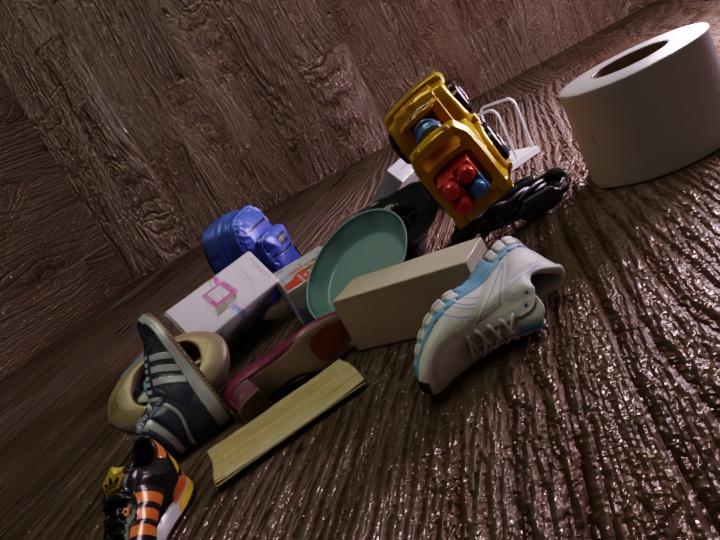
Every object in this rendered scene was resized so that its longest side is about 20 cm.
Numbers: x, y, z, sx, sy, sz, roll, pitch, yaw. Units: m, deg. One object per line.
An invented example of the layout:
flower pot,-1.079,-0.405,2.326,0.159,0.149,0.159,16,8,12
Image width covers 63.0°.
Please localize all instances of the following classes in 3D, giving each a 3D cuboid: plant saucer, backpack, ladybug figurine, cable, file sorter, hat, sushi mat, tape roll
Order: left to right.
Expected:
ladybug figurine,-0.277,0.173,0.869,0.197,0.073,0.136,-30,48,-8
backpack,-0.227,-0.036,1.254,0.165,0.203,0.163,-24,14,17
sushi mat,-0.087,0.171,0.679,0.198,0.012,0.095,-33,13,-13
plant saucer,0.000,0.000,0.898,0.197,0.036,0.203,-26,45,29
hat,0.066,-0.055,0.995,0.198,0.081,0.203,-29,31,19
file sorter,0.233,-0.244,1.208,0.198,0.126,0.138,-34,15,-16
cable,0.221,-0.105,0.919,0.197,0.051,0.163,-31,16,1
tape roll,0.395,-0.227,0.815,0.199,0.141,0.203,-26,15,8

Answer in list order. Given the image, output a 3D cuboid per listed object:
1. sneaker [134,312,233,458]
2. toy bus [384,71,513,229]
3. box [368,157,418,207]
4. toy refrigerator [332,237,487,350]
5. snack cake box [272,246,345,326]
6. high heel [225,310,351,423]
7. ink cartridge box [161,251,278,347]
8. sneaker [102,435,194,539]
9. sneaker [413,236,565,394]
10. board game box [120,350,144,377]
sneaker,-0.270,0.155,0.785,0.108,0.200,0.071,-39,-22,-16
toy bus,0.126,-0.163,0.845,0.135,0.200,0.193,-37,15,23
box,0.060,-0.140,1.166,0.156,0.041,0.202,-47,-10,-47
toy refrigerator,0.069,0.031,0.717,0.197,0.077,0.070,-19,17,37
snack cake box,-0.086,0.021,1.062,0.113,0.068,0.200,-30,15,-10
high heel,-0.096,0.112,0.777,0.198,0.068,0.096,-36,22,-17
ink cartridge box,-0.252,0.082,1.039,0.199,0.084,0.145,-41,-12,-38
sneaker,-0.227,0.241,0.563,0.069,0.091,0.201,-26,15,8
sneaker,0.130,0.046,0.573,0.086,0.076,0.200,23,60,41
board game box,-0.391,0.161,1.246,0.197,0.037,0.152,-26,15,12
